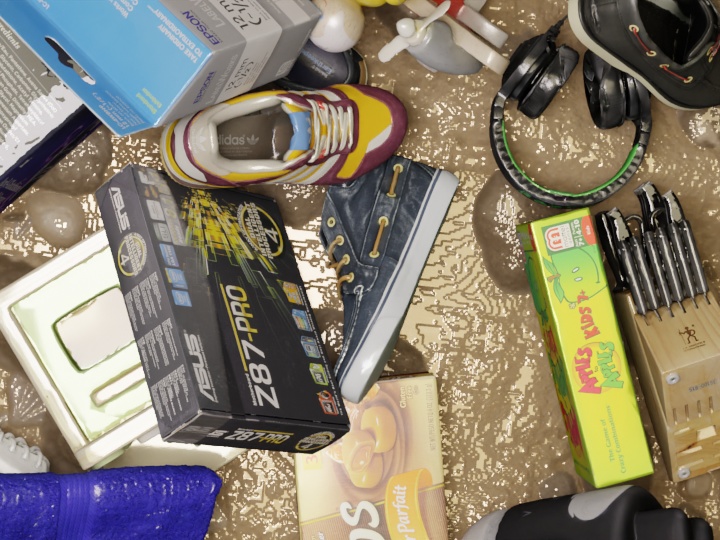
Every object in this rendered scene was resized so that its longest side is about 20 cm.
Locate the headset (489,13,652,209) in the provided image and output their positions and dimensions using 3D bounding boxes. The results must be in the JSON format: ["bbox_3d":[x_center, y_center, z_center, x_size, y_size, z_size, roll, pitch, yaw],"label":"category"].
[{"bbox_3d":[0.167,-0.149,1.437,0.122,0.094,0.202,9,84,-2],"label":"headset"}]

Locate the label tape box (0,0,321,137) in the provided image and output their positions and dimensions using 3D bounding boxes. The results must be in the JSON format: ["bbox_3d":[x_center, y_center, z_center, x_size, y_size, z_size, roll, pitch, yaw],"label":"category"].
[{"bbox_3d":[-0.139,-0.180,1.292,0.143,0.200,0.066,44,124,12],"label":"label tape box"}]

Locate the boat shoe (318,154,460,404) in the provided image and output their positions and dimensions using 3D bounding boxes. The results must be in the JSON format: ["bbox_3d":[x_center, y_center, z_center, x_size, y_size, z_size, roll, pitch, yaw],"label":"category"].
[{"bbox_3d":[0.000,0.000,1.431,0.090,0.071,0.202,21,66,4],"label":"boat shoe"}]

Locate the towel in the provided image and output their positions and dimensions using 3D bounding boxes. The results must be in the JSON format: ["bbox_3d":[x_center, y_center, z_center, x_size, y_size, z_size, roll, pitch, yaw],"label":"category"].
[{"bbox_3d":[-0.207,0.209,1.383,0.198,0.050,0.149,-1,128,-29],"label":"towel"}]

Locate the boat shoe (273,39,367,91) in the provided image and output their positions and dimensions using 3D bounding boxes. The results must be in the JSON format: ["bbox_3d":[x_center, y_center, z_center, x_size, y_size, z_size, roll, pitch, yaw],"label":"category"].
[{"bbox_3d":[-0.083,-0.190,1.446,0.199,0.062,0.075,32,91,0],"label":"boat shoe"}]

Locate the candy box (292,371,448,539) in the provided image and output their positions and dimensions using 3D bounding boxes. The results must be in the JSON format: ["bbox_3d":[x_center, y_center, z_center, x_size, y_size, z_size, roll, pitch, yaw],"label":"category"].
[{"bbox_3d":[0.008,0.184,1.452,0.114,0.055,0.203,-4,90,-2],"label":"candy box"}]

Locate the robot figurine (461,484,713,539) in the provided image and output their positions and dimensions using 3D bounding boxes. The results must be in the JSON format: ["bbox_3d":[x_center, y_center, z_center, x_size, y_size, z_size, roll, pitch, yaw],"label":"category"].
[{"bbox_3d":[0.162,0.230,1.395,0.198,0.125,0.151,-14,118,30],"label":"robot figurine"}]

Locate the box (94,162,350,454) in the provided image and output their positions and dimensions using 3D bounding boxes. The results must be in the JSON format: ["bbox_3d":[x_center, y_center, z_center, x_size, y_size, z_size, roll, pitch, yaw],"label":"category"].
[{"bbox_3d":[-0.099,0.030,1.358,0.049,0.160,0.202,-34,61,32],"label":"box"}]

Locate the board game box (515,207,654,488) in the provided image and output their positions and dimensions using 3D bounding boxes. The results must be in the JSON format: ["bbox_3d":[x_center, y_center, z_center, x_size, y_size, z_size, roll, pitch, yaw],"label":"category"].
[{"bbox_3d":[0.169,0.057,1.434,0.047,0.102,0.202,-14,90,-2],"label":"board game box"}]

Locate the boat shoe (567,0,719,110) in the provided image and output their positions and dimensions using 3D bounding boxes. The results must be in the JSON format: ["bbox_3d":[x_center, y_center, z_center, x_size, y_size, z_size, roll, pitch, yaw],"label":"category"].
[{"bbox_3d":[0.238,-0.170,1.405,0.200,0.063,0.075,20,71,-44],"label":"boat shoe"}]

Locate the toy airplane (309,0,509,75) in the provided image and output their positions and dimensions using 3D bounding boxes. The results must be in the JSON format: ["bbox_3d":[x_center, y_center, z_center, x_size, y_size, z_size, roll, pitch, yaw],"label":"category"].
[{"bbox_3d":[0.020,-0.208,1.385,0.141,0.200,0.199,-42,95,-7],"label":"toy airplane"}]

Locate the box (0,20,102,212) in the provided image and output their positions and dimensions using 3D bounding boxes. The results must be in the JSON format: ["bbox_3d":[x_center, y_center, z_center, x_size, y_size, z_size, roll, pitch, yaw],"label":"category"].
[{"bbox_3d":[-0.260,-0.127,1.398,0.200,0.148,0.105,-41,91,-1],"label":"box"}]

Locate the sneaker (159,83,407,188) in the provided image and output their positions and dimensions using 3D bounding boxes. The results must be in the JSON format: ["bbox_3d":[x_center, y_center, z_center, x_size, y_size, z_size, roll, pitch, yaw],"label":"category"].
[{"bbox_3d":[-0.040,-0.096,1.358,0.198,0.090,0.076,-13,94,-28],"label":"sneaker"}]

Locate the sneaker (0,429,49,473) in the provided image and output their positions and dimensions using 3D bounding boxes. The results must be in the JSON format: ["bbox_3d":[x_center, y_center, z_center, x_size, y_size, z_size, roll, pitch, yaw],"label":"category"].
[{"bbox_3d":[-0.275,0.153,1.441,0.070,0.073,0.201,-33,101,-4],"label":"sneaker"}]

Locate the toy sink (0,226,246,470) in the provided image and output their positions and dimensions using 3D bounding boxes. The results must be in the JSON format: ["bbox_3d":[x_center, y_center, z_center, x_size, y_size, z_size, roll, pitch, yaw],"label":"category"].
[{"bbox_3d":[-0.171,0.074,1.418,0.130,0.112,0.201,-30,91,-1],"label":"toy sink"}]

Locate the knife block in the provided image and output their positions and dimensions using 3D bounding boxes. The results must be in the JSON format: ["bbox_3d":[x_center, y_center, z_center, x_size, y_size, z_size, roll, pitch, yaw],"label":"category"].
[{"bbox_3d":[0.237,0.039,1.465,0.063,0.177,0.201,-17,135,-1],"label":"knife block"}]
